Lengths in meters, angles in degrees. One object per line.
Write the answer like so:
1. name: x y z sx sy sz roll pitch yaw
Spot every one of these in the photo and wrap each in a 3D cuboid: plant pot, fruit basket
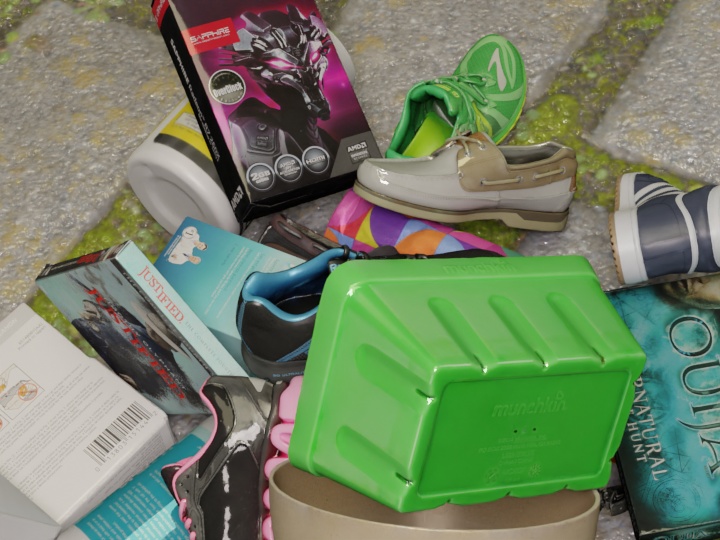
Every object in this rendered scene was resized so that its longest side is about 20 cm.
1. plant pot: 0.041 0.193 0.961 0.197 0.200 0.137 4 96 11
2. fruit basket: 0.043 0.058 0.979 0.213 0.157 0.216 12 21 -5

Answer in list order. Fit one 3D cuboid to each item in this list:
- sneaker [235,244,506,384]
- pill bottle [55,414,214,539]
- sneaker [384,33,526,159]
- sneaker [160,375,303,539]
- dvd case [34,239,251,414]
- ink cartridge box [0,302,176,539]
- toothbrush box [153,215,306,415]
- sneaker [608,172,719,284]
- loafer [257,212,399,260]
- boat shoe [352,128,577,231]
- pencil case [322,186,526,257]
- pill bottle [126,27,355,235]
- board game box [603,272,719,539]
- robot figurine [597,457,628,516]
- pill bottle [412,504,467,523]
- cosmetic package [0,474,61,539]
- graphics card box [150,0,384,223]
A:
1. sneaker: 0.013 0.021 1.084 0.197 0.082 0.074 -15 52 -4
2. pill bottle: -0.141 0.200 1.137 0.199 0.111 0.111 -37 57 -19
3. sneaker: 0.084 -0.134 1.370 0.073 0.084 0.201 21 58 23
4. sneaker: -0.091 0.163 1.071 0.094 0.079 0.203 12 84 -1
5. dvd case: -0.159 0.047 1.172 0.022 0.146 0.199 -46 16 -24
6. ink cartridge box: -0.272 0.144 1.240 0.175 0.045 0.200 34 64 28
7. toothbrush box: -0.056 0.062 1.207 0.198 0.147 0.086 20 59 20
8. sneaker: 0.251 -0.039 1.228 0.107 0.071 0.200 -11 12 15
9. loafer: 0.000 0.000 1.225 0.198 0.072 0.064 13 82 29
10. boat shoe: 0.086 -0.079 1.282 0.198 0.069 0.075 3 22 -31
11. pencil case: 0.064 0.003 1.274 0.199 0.089 0.089 28 62 25
12. pill bottle: -0.097 -0.123 1.369 0.113 0.115 0.201 26 61 25
13. board game box: 0.239 0.094 1.139 0.133 0.028 0.202 -10 53 0
14. robot figurine: 0.193 0.109 1.189 0.198 0.059 0.146 -25 54 -11
15. pill bottle: 0.059 0.143 1.113 0.200 0.109 0.110 -41 54 9
16. cosmetic package: -0.353 0.200 1.121 0.198 0.123 0.201 33 91 28
17. graphics card box: -0.076 -0.150 1.295 0.124 0.051 0.202 -17 78 -23
